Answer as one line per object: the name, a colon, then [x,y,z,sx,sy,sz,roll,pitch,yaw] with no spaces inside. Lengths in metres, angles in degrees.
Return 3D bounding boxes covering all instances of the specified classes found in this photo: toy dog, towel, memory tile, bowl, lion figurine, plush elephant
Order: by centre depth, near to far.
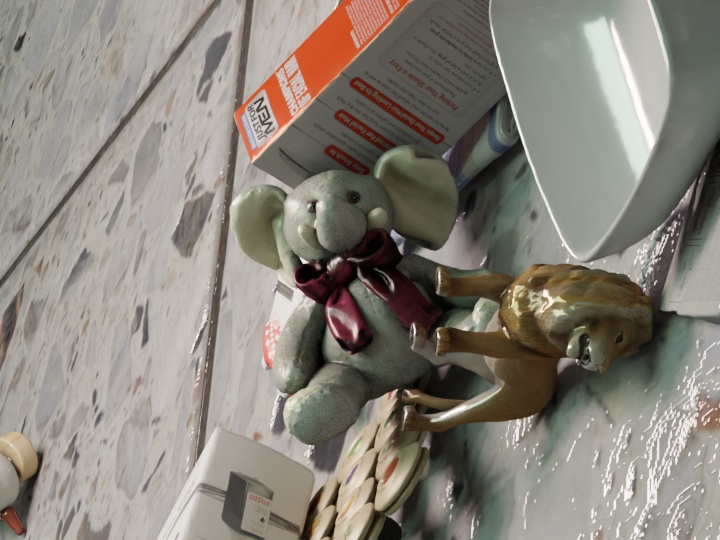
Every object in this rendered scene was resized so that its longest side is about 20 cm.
bowl: [0.151,-0.126,1.609,0.200,0.074,0.201,113,146,-56]
lion figurine: [0.096,0.048,1.708,0.200,0.122,0.073,119,153,-69]
plush elephant: [0.000,0.000,1.873,0.164,0.155,0.200,-25,8,1]
memory tile: [-0.002,0.147,1.876,0.154,0.017,0.200,-56,9,15]
towel: [0.065,-0.107,2.010,0.200,0.024,0.148,-44,33,53]
toy dog: [-0.383,0.231,2.804,0.097,0.131,0.200,65,156,4]

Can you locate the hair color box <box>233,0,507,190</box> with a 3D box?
hair color box: [0.024,-0.130,1.909,0.200,0.111,0.064,-44,38,18]

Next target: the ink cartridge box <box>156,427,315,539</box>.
ink cartridge box: [-0.104,0.220,1.916,0.146,0.084,0.200,-62,5,25]

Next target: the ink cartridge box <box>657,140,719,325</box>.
ink cartridge box: [0.218,-0.046,1.552,0.200,0.050,0.162,147,140,-87]

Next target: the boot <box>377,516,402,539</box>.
boot: [-0.030,0.261,1.902,0.200,0.077,0.139,-40,27,48]

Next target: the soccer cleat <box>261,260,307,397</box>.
soccer cleat: [-0.029,0.019,2.091,0.201,0.068,0.085,-89,22,-50]
